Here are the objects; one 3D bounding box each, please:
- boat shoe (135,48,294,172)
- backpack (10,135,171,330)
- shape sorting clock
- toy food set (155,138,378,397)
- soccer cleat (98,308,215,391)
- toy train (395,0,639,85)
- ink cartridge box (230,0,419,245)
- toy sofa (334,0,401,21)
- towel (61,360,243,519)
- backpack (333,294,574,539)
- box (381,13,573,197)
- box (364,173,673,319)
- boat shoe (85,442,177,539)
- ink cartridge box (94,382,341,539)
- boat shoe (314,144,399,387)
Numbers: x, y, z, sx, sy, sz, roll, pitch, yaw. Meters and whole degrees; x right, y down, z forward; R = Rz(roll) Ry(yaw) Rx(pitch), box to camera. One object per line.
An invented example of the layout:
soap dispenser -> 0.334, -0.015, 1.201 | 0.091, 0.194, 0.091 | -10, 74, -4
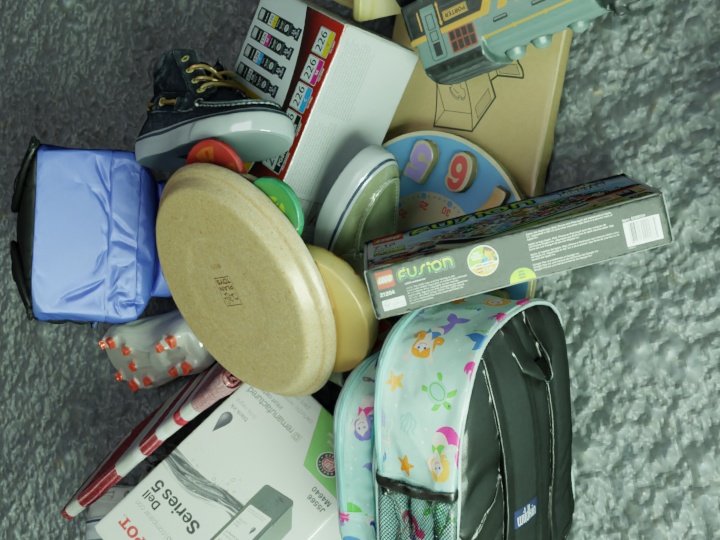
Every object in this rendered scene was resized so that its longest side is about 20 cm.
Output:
boat shoe -> -0.119, -0.135, 0.881 | 0.199, 0.070, 0.092 | -2, 81, 52
backpack -> -0.244, -0.028, 1.039 | 0.200, 0.166, 0.165 | -173, 91, -69
shape sorting clock -> 0.051, -0.009, 0.883 | 0.199, 0.039, 0.202 | 8, 102, 40
toy food set -> -0.082, 0.003, 0.831 | 0.199, 0.048, 0.200 | 56, 145, 0
soccer cleat -> -0.178, 0.069, 1.047 | 0.199, 0.077, 0.070 | -10, 109, 53
toy train -> 0.115, -0.215, 0.816 | 0.199, 0.085, 0.115 | -17, 90, 32
ink cartridge box -> -0.066, -0.124, 0.938 | 0.175, 0.083, 0.202 | 38, 109, 48
toy sofa -> -0.022, -0.283, 0.940 | 0.199, 0.097, 0.084 | 34, 131, 39
towel -> -0.164, 0.130, 0.971 | 0.200, 0.144, 0.023 | -40, 96, 18
backpack -> 0.071, 0.113, 0.775 | 0.149, 0.177, 0.202 | 13, 114, 32
box -> 0.090, -0.169, 0.890 | 0.162, 0.021, 0.202 | 13, 96, 36
box -> 0.101, -0.019, 0.766 | 0.198, 0.110, 0.035 | -15, 101, 2
boat shoe -> -0.182, 0.203, 1.039 | 0.201, 0.074, 0.087 | -18, 66, 40
ink cartridge box -> -0.089, 0.197, 0.901 | 0.200, 0.084, 0.145 | -44, 59, -13
boat shoe -> 0.000, 0.000, 0.870 | 0.062, 0.072, 0.202 | 34, 125, 27
